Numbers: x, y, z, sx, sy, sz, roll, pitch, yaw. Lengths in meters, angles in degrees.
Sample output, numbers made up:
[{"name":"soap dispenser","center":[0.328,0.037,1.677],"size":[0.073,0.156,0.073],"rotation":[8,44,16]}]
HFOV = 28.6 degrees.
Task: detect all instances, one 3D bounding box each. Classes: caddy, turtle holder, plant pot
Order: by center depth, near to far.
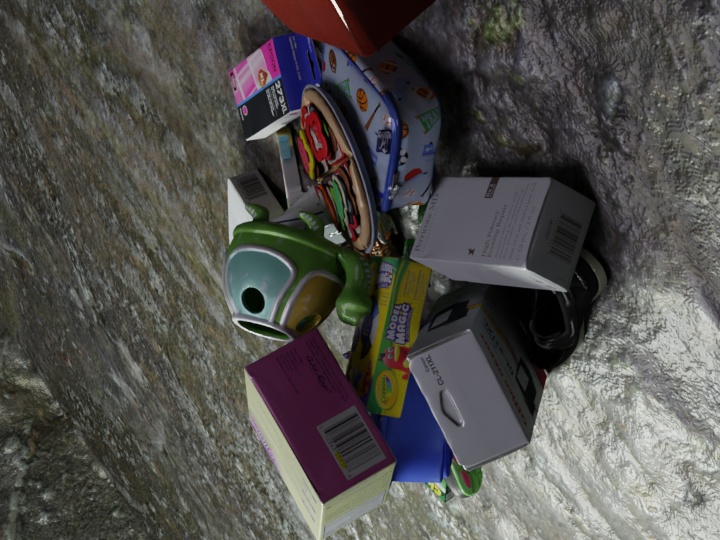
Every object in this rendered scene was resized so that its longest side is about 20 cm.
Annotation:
[{"name":"plant pot","center":[-0.017,-0.329,1.379],"size":[0.199,0.200,0.177],"rotation":[27,152,44]},{"name":"turtle holder","center":[-0.073,0.015,1.634],"size":[0.184,0.133,0.141],"rotation":[19,164,1]},{"name":"caddy","center":[0.061,0.167,1.703],"size":[0.141,0.104,0.202],"rotation":[19,-102,-80]}]

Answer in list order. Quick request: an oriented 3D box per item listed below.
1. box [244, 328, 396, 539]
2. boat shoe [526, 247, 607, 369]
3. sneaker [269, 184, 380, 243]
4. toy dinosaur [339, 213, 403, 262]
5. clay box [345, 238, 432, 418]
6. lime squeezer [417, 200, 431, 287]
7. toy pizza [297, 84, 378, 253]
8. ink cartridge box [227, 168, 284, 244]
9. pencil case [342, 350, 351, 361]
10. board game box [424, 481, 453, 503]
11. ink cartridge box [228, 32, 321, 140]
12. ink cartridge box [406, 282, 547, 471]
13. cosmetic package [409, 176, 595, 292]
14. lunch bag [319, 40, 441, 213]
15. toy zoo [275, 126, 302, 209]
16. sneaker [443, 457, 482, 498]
[{"name":"box","center":[-0.048,0.191,1.604],"size":[0.177,0.096,0.200],"rotation":[58,165,18]},{"name":"boat shoe","center":[0.206,0.051,1.530],"size":[0.072,0.067,0.200],"rotation":[44,153,19]},{"name":"sneaker","center":[-0.060,-0.065,1.743],"size":[0.199,0.071,0.073],"rotation":[-14,148,28]},{"name":"toy dinosaur","center":[0.000,0.000,1.802],"size":[0.135,0.102,0.201],"rotation":[22,118,24]},{"name":"clay box","center":[0.030,0.059,1.603],"size":[0.115,0.047,0.202],"rotation":[-175,96,-74]},{"name":"lime squeezer","center":[0.055,-0.081,1.663],"size":[0.071,0.038,0.201],"rotation":[-31,87,47]},{"name":"toy pizza","center":[-0.034,-0.111,1.589],"size":[0.200,0.032,0.202],"rotation":[159,90,-76]},{"name":"ink cartridge box","center":[-0.146,-0.036,2.022],"size":[0.109,0.050,0.201],"rotation":[57,158,33]},{"name":"pencil case","center":[0.075,0.149,1.818],"size":[0.200,0.091,0.094],"rotation":[46,-174,15]},{"name":"board game box","center":[0.062,0.235,2.015],"size":[0.200,0.023,0.105],"rotation":[41,147,30]},{"name":"ink cartridge box","center":[-0.105,-0.232,1.760],"size":[0.200,0.037,0.095],"rotation":[-19,85,61]},{"name":"ink cartridge box","center":[0.134,0.110,1.566],"size":[0.082,0.200,0.146],"rotation":[-24,100,18]},{"name":"cosmetic package","center":[0.145,-0.041,1.478],"size":[0.074,0.102,0.199],"rotation":[26,168,-33]},{"name":"lunch bag","center":[0.018,-0.163,1.553],"size":[0.161,0.075,0.200],"rotation":[100,150,-42]},{"name":"toy zoo","center":[-0.086,-0.095,1.841],"size":[0.132,0.020,0.201],"rotation":[-103,5,-50]},{"name":"sneaker","center":[0.091,0.245,1.894],"size":[0.200,0.076,0.084],"rotation":[43,108,42]}]
